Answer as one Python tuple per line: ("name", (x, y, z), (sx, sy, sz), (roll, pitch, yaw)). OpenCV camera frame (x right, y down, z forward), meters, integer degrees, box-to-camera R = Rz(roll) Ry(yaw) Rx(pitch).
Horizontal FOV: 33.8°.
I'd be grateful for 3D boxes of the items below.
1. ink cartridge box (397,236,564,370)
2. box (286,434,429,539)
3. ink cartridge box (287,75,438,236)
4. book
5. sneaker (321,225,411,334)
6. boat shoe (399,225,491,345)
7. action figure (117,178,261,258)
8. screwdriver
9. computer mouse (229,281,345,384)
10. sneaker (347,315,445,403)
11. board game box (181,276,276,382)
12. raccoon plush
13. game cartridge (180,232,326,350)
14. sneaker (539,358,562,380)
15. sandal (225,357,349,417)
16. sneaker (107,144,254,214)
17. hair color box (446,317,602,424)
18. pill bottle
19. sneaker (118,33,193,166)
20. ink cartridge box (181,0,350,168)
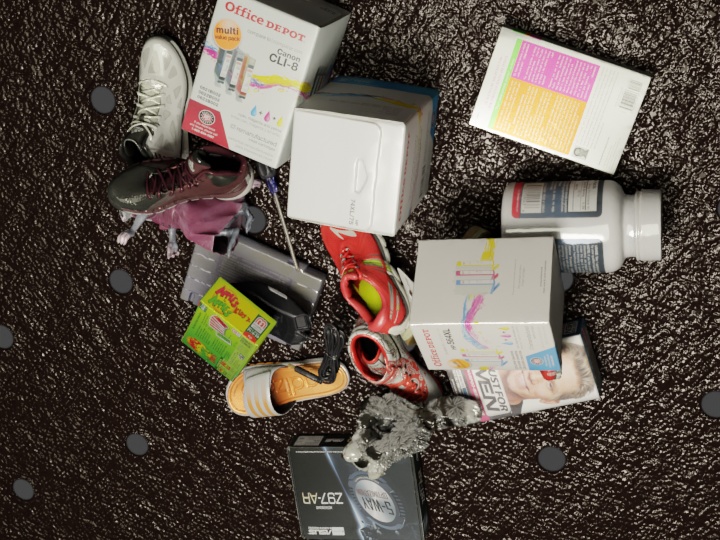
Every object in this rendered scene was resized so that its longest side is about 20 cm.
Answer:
("ink cartridge box", (0.150, 0.044, 1.495), (0.198, 0.126, 0.129), (-2, 148, 16))
("box", (-0.003, 0.330, 1.803), (0.198, 0.044, 0.162), (-2, 109, 17))
("ink cartridge box", (0.006, -0.153, 1.533), (0.145, 0.200, 0.148), (10, 112, 12))
("book", (0.256, -0.221, 1.523), (0.199, 0.048, 0.135), (21, 112, 7))
("sneaker", (0.000, 0.000, 1.622), (0.077, 0.085, 0.201), (-47, 63, 28))
("boat shoe", (0.104, 0.011, 1.638), (0.066, 0.074, 0.201), (44, 111, 23))
("action figure", (-0.256, -0.088, 1.652), (0.198, 0.134, 0.150), (18, 90, 8))
("screwdriver", (-0.116, -0.095, 1.681), (0.028, 0.029, 0.201), (-13, 103, 23))
("computer mouse", (-0.105, 0.085, 1.710), (0.199, 0.046, 0.141), (21, 138, 17))
("sneaker", (0.050, 0.152, 1.686), (0.067, 0.108, 0.202), (-27, 101, 23))
("board game box", (-0.192, 0.088, 1.703), (0.101, 0.048, 0.200), (39, 155, 0))
("raccoon plush", (0.071, 0.245, 1.682), (0.198, 0.097, 0.134), (2, 151, 4))
("game cartridge", (-0.157, 0.021, 1.739), (0.199, 0.038, 0.130), (24, 111, 7))
("sneaker", (0.202, 0.076, 1.580), (0.084, 0.201, 0.077), (-21, 142, -11))
("sandal", (-0.118, 0.176, 1.770), (0.205, 0.059, 0.080), (-15, 105, 21))
("sneaker", (-0.240, -0.131, 1.563), (0.198, 0.116, 0.076), (-11, 78, -8))
("hair color box", (0.228, 0.142, 1.657), (0.199, 0.061, 0.101), (-15, 105, 20))
("pill bottle", (0.288, -0.056, 1.533), (0.198, 0.120, 0.121), (0, 110, 16))
("sneaker", (-0.284, -0.219, 1.640), (0.075, 0.115, 0.202), (4, 111, 15))
("ink cartridge box", (-0.123, -0.267, 1.560), (0.144, 0.145, 0.201), (23, 114, 7))
